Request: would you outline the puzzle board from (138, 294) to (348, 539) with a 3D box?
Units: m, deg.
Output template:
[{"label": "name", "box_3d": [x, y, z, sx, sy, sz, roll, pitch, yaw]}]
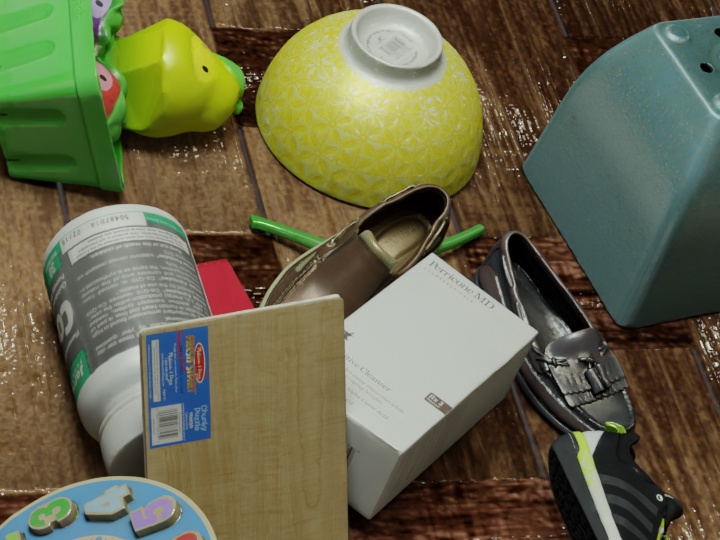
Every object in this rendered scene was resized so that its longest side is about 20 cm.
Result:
[{"label": "puzzle board", "box_3d": [-0.080, 0.123, 1.531, 0.150, 0.201, 0.017, -9, 18, -25]}]

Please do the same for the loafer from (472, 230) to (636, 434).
[{"label": "loafer", "box_3d": [0.153, 0.054, 1.747, 0.072, 0.063, 0.200, -15, 54, -29]}]

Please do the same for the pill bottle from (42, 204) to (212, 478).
[{"label": "pill bottle", "box_3d": [-0.157, 0.058, 1.606, 0.113, 0.113, 0.200, -3, 49, -21]}]

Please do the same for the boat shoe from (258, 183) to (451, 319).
[{"label": "boat shoe", "box_3d": [-0.004, -0.005, 1.702, 0.075, 0.075, 0.202, 43, 57, 4]}]

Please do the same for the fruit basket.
[{"label": "fruit basket", "box_3d": [-0.195, -0.168, 1.797, 0.215, 0.156, 0.216, -3, 49, 3]}]

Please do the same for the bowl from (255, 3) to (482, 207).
[{"label": "bowl", "box_3d": [0.019, -0.159, 1.873, 0.200, 0.108, 0.200, 10, 45, -10]}]

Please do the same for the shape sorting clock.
[{"label": "shape sorting clock", "box_3d": [-0.183, 0.216, 1.439, 0.200, 0.039, 0.200, -15, 47, 17]}]

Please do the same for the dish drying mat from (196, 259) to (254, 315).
[{"label": "dish drying mat", "box_3d": [-0.097, 0.074, 1.678, 0.077, 0.018, 0.200, -10, 52, -27]}]

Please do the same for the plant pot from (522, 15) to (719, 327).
[{"label": "plant pot", "box_3d": [0.283, -0.101, 1.840, 0.196, 0.200, 0.196, -10, 52, -25]}]

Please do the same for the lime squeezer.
[{"label": "lime squeezer", "box_3d": [0.013, -0.016, 1.796, 0.199, 0.038, 0.071, 1, 17, -16]}]

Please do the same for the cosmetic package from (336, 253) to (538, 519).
[{"label": "cosmetic package", "box_3d": [0.030, 0.083, 1.656, 0.113, 0.081, 0.200, 36, 43, 13]}]

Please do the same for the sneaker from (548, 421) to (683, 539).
[{"label": "sneaker", "box_3d": [0.202, 0.188, 1.621, 0.083, 0.072, 0.200, -11, 51, -10]}]
